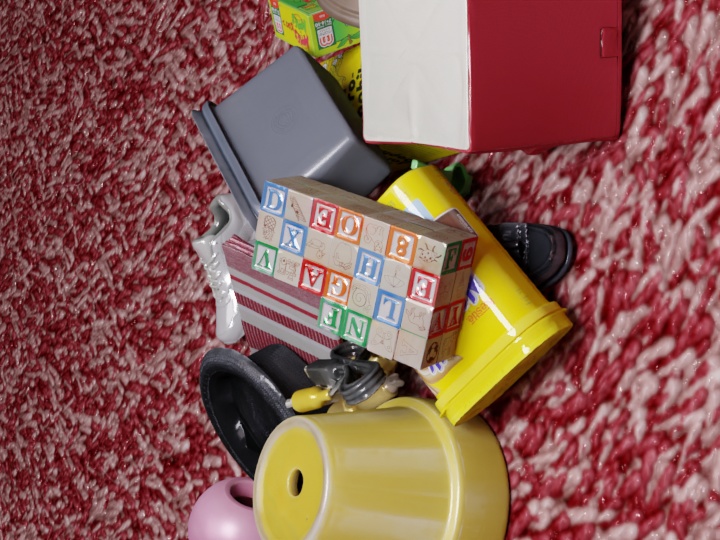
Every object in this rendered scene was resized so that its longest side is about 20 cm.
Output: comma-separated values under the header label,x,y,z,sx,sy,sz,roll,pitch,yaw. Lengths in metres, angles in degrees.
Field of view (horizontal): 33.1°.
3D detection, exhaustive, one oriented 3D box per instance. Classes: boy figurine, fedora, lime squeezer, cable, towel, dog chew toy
label,x,y,z,sx,sy,sz,roll,pitch,yaw
boy figurine,0.022,0.103,1.277,0.124,0.064,0.202,-117,47,-65
fedora,-0.091,0.156,1.352,0.200,0.091,0.202,30,138,31
lime squeezer,0.082,-0.098,1.239,0.038,0.070,0.200,-60,1,1
cable,-0.005,0.106,1.176,0.051,0.097,0.200,62,158,-11
towel,-0.076,0.056,1.328,0.143,0.023,0.201,25,146,25
dog chew toy,-0.151,0.344,1.412,0.125,0.123,0.202,45,124,51

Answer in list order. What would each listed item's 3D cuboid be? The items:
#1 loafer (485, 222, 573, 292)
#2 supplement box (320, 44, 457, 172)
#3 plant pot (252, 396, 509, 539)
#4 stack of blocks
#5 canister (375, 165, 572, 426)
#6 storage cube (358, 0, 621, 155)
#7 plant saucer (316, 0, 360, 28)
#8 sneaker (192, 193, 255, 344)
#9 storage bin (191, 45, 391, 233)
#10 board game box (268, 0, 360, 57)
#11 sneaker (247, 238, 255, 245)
label,x,y,z,sx,sy,sz,roll,pitch,yaw
loafer,0.118,-0.009,1.182,0.199,0.063,0.073,-9,72,54
supplement box,0.040,-0.182,1.311,0.199,0.109,0.110,-12,70,54
plant pot,0.009,0.214,1.157,0.200,0.188,0.203,-24,59,49
stack of blocks,-0.003,-0.002,1.095,0.199,0.058,0.116,21,109,30
canister,0.079,0.021,1.130,0.201,0.086,0.149,51,123,15
storage cube,0.117,-0.202,1.107,0.170,0.178,0.202,15,110,55
plant saucer,0.050,-0.307,1.258,0.200,0.198,0.030,-125,22,-48
sneaker,-0.179,-0.006,1.578,0.078,0.099,0.202,-12,70,53
storage bin,-0.059,-0.121,1.246,0.134,0.145,0.201,-39,52,13
board game box,0.012,-0.295,1.320,0.101,0.199,0.048,38,145,53
sneaker,-0.079,0.018,1.369,0.199,0.070,0.100,6,119,60
